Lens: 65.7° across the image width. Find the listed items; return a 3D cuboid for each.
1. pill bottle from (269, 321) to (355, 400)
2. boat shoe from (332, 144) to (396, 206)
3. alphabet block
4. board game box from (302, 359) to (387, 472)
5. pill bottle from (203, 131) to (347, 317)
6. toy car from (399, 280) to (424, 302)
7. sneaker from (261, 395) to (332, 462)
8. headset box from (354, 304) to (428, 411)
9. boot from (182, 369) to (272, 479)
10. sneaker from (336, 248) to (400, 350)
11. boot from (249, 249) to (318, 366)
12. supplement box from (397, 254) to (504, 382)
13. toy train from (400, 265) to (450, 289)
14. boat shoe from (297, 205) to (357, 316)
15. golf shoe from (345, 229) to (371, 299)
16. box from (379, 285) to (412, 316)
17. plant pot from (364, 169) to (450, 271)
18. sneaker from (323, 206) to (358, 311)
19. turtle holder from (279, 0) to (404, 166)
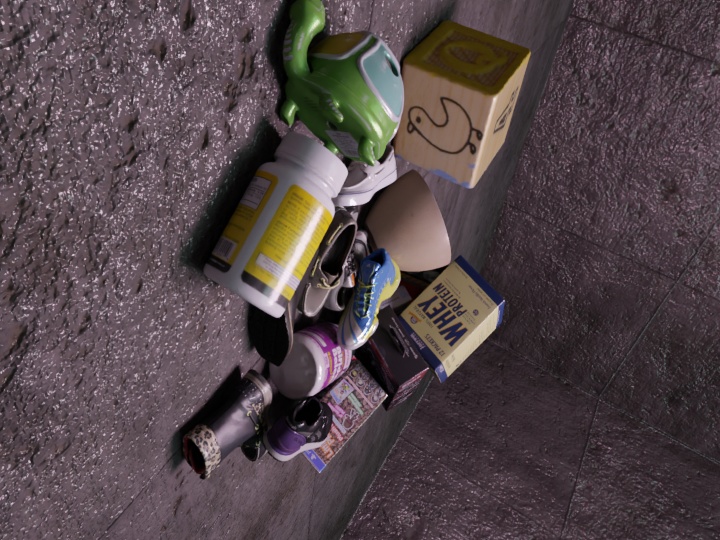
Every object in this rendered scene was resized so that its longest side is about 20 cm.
[{"bbox_3d":[-0.080,0.161,1.054,0.199,0.110,0.116,-16,130,-68],"label":"pill bottle"},{"bbox_3d":[0.003,-0.167,0.949,0.200,0.071,0.068,-46,140,-54],"label":"boat shoe"},{"bbox_3d":[0.188,-0.320,1.071,0.198,0.190,0.204,-53,159,-37],"label":"alphabet block"},{"bbox_3d":[-0.059,0.289,1.145,0.200,0.097,0.159,-44,-176,-15],"label":"board game box"},{"bbox_3d":[-0.100,-0.058,0.693,0.205,0.112,0.114,-62,162,-8],"label":"pill bottle"},{"bbox_3d":[0.067,0.086,1.378,0.194,0.186,0.181,-17,140,-27],"label":"toy car"},{"bbox_3d":[-0.082,0.256,0.959,0.088,0.076,0.199,-50,167,16],"label":"sneaker"},{"bbox_3d":[0.057,0.179,1.139,0.075,0.151,0.202,-25,157,-20],"label":"headset box"},{"bbox_3d":[-0.212,0.273,0.895,0.153,0.072,0.208,-41,151,-43],"label":"boot"},{"bbox_3d":[0.004,0.042,1.034,0.203,0.074,0.107,-59,145,-30],"label":"sneaker"},{"bbox_3d":[-0.108,0.038,0.878,0.139,0.075,0.205,-52,160,-48],"label":"boot"},{"bbox_3d":[0.195,0.112,1.210,0.199,0.135,0.200,-43,158,-3],"label":"supplement box"},{"bbox_3d":[0.116,-0.017,1.275,0.115,0.193,0.088,105,6,-65],"label":"toy train"},{"bbox_3d":[-0.060,-0.007,0.932,0.070,0.060,0.207,0,118,-43],"label":"boat shoe"},{"bbox_3d":[0.000,0.000,1.138,0.093,0.071,0.202,-56,161,-23],"label":"golf shoe"},{"bbox_3d":[0.014,0.126,1.230,0.152,0.042,0.202,-22,157,-32],"label":"box"},{"bbox_3d":[0.083,-0.081,1.138,0.131,0.205,0.202,-23,154,-5],"label":"plant pot"},{"bbox_3d":[-0.033,-0.023,1.002,0.073,0.077,0.206,-26,137,-60],"label":"sneaker"},{"bbox_3d":[-0.027,-0.227,0.687,0.134,0.183,0.140,-58,-166,-13],"label":"turtle holder"}]
